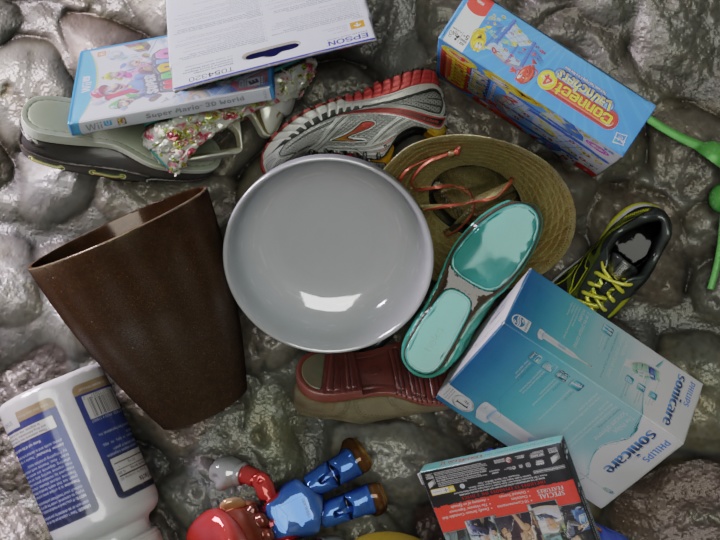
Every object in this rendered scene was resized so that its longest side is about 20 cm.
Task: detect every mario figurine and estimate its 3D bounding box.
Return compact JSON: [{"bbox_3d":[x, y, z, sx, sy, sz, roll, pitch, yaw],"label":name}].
[{"bbox_3d":[-0.080,0.241,1.280,0.200,0.106,0.123,-21,51,-9],"label":"mario figurine"}]

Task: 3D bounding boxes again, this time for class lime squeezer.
[{"bbox_3d":[0.347,-0.084,1.286,0.071,0.038,0.200,-22,88,1],"label":"lime squeezer"}]

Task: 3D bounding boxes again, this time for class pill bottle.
[{"bbox_3d":[-0.268,0.203,1.257,0.111,0.111,0.200,-24,87,1],"label":"pill bottle"}]

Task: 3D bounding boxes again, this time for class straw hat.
[{"bbox_3d":[0.115,-0.081,1.265,0.201,0.085,0.201,4,131,5],"label":"straw hat"}]

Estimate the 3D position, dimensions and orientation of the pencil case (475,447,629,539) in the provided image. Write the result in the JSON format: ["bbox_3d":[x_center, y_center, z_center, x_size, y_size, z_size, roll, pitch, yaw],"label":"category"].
[{"bbox_3d":[0.179,0.253,1.257,0.200,0.078,0.087,36,87,3],"label":"pencil case"}]

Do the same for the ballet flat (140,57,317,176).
[{"bbox_3d":[-0.123,-0.152,1.276,0.200,0.076,0.064,-27,94,-17],"label":"ballet flat"}]

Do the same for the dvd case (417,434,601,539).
[{"bbox_3d":[0.156,0.262,1.211,0.146,0.022,0.200,-17,102,23],"label":"dvd case"}]

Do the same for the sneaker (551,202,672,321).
[{"bbox_3d":[0.235,0.011,1.261,0.074,0.085,0.200,35,89,4],"label":"sneaker"}]

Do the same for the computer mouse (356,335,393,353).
[{"bbox_3d":[0.000,0.000,1.289,0.140,0.046,0.200,44,89,4],"label":"computer mouse"}]

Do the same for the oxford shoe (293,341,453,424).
[{"bbox_3d":[0.029,0.117,1.282,0.200,0.075,0.070,5,53,-11],"label":"oxford shoe"}]

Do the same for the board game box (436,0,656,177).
[{"bbox_3d":[0.169,-0.173,1.215,0.196,0.200,0.056,33,91,3],"label":"board game box"}]

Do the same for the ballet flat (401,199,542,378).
[{"bbox_3d":[0.105,0.015,1.237,0.067,0.070,0.200,34,94,3],"label":"ballet flat"}]

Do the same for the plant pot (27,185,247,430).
[{"bbox_3d":[-0.194,0.047,1.241,0.187,0.187,0.200,-23,101,1],"label":"plant pot"}]

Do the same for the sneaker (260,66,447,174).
[{"bbox_3d":[-0.006,-0.135,1.279,0.200,0.078,0.082,-21,87,1],"label":"sneaker"}]

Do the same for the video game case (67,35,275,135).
[{"bbox_3d":[-0.186,-0.196,1.268,0.200,0.143,0.018,-10,130,2],"label":"video game case"}]

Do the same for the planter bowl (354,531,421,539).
[{"bbox_3d":[0.032,0.312,1.235,0.200,0.200,0.083,19,48,3],"label":"planter bowl"}]

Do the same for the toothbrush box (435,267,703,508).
[{"bbox_3d":[0.197,0.115,1.214,0.200,0.146,0.085,34,48,0],"label":"toothbrush box"}]

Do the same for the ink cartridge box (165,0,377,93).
[{"bbox_3d":[-0.089,-0.236,1.243,0.196,0.200,0.043,-14,132,1],"label":"ink cartridge box"}]

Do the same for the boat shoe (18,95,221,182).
[{"bbox_3d":[-0.244,-0.125,1.295,0.201,0.061,0.072,13,51,-12],"label":"boat shoe"}]

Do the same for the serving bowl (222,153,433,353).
[{"bbox_3d":[-0.030,-0.023,1.226,0.200,0.066,0.200,1,112,1],"label":"serving bowl"}]
